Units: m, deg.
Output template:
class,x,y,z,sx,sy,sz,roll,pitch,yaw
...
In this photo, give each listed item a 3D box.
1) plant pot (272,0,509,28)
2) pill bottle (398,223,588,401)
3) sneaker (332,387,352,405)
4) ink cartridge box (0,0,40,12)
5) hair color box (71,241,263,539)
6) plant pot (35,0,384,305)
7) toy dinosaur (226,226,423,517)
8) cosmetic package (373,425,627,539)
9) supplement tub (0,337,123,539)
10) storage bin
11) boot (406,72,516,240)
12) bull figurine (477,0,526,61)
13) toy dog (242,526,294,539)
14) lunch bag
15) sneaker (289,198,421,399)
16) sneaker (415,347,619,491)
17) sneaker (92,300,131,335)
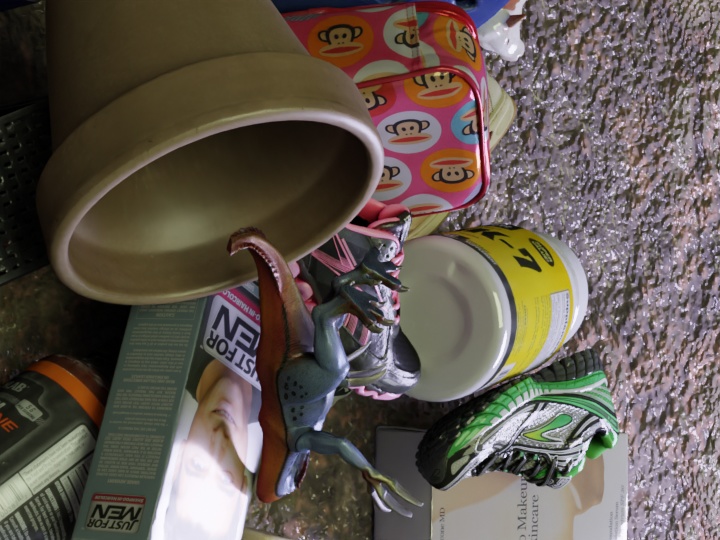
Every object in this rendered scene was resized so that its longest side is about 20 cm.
class,x,y,z,sx,sy,sz,roll,pitch,yaw
plant pot,0.004,-0.245,1.308,0.198,0.180,0.201,3,48,-18
pill bottle,0.088,0.025,1.410,0.200,0.113,0.115,-12,96,-64
sneaker,-0.033,0.068,1.346,0.198,0.129,0.080,-8,95,-36
ink cartridge box,-0.213,-0.222,1.243,0.039,0.099,0.201,38,68,-30
hair color box,-0.107,0.088,1.218,0.099,0.060,0.201,41,56,-53
plant pot,-0.105,-0.102,1.131,0.199,0.200,0.176,-2,58,-36
toy dinosaur,-0.040,0.066,1.200,0.199,0.182,0.105,31,29,-18
cosmetic package,0.108,0.171,1.483,0.199,0.071,0.106,2,86,-36
supplement tub,-0.208,0.125,1.232,0.200,0.107,0.107,-38,110,-32
storage bin,-0.268,-0.027,1.172,0.199,0.135,0.094,-28,105,-34
boot,0.018,-0.111,1.425,0.156,0.073,0.200,52,60,-24
bull figurine,0.093,-0.259,1.470,0.121,0.065,0.201,-29,91,-45
toy dog,-0.012,0.241,1.340,0.096,0.200,0.133,14,106,-52
lunch bag,-0.012,-0.088,1.285,0.177,0.198,0.082,80,6,-52
sneaker,0.000,0.000,1.261,0.200,0.095,0.079,55,15,-32
sneaker,0.121,0.119,1.401,0.199,0.078,0.086,-18,80,-42
sneaker,-0.099,-0.013,1.353,0.199,0.076,0.088,-11,66,-29
